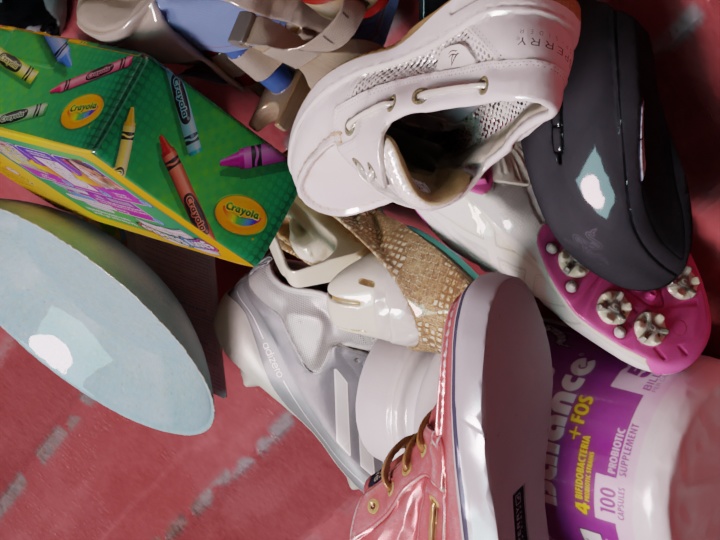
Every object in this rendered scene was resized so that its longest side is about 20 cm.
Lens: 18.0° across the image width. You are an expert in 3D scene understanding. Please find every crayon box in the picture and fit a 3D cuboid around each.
[{"bbox_3d":[-0.136,-0.068,1.174,0.119,0.058,0.200,36,167,-39],"label":"crayon box"}]

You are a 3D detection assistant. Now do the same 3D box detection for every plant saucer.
[{"bbox_3d":[-0.157,0.017,1.326,0.201,0.039,0.201,30,156,15],"label":"plant saucer"}]

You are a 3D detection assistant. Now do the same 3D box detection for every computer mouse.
[{"bbox_3d":[0.077,-0.082,1.046,0.140,0.046,0.200,8,116,43],"label":"computer mouse"}]

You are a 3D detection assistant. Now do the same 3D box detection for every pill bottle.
[{"bbox_3d":[0.099,0.082,1.181,0.200,0.112,0.112,13,135,37],"label":"pill bottle"}]

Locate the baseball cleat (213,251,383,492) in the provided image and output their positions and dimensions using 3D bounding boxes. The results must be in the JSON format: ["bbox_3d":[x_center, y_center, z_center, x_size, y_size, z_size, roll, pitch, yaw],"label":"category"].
[{"bbox_3d":[0.009,0.069,1.299,0.200,0.070,0.106,38,130,-9],"label":"baseball cleat"}]

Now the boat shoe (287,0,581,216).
[{"bbox_3d":[0.024,-0.059,1.018,0.071,0.069,0.200,17,152,-24],"label":"boat shoe"}]

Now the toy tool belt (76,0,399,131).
[{"bbox_3d":[-0.035,-0.132,1.111,0.200,0.125,0.123,10,165,44],"label":"toy tool belt"}]

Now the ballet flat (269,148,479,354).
[{"bbox_3d":[0.000,0.000,1.179,0.200,0.065,0.071,39,152,49],"label":"ballet flat"}]

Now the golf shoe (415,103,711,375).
[{"bbox_3d":[0.090,-0.021,1.130,0.200,0.075,0.092,45,158,8],"label":"golf shoe"}]

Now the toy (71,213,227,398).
[{"bbox_3d":[-0.118,-0.032,1.341,0.115,0.047,0.200,24,136,32],"label":"toy"}]

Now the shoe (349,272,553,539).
[{"bbox_3d":[0.040,0.095,1.111,0.091,0.071,0.200,8,112,32],"label":"shoe"}]

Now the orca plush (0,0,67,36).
[{"bbox_3d":[-0.207,-0.189,1.243,0.105,0.071,0.200,33,144,16],"label":"orca plush"}]
